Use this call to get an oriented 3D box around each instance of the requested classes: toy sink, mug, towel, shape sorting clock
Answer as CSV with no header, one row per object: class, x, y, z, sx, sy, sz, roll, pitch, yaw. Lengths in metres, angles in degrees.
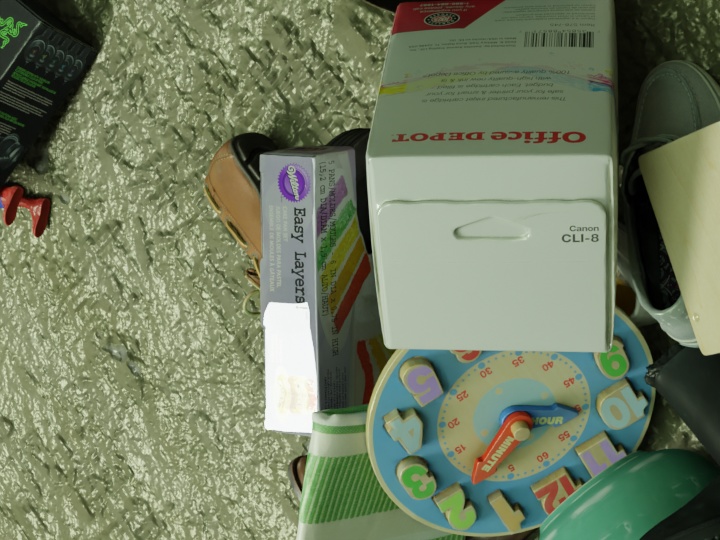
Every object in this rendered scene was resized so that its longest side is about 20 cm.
toy sink,0.289,-0.042,1.156,0.112,0.200,0.131,-24,84,65
mug,0.175,0.199,1.258,0.185,0.152,0.115,-42,73,18
towel,0.014,0.180,1.314,0.023,0.152,0.201,31,119,47
shape sorting clock,0.102,0.096,1.266,0.200,0.200,0.039,-63,29,24

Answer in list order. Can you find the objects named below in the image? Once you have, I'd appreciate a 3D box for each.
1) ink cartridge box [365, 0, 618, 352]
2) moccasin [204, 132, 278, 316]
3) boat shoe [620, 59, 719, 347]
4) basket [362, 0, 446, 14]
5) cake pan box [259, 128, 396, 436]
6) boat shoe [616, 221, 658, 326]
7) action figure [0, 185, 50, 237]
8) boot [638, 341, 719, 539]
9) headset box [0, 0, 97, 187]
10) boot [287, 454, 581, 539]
ink cartridge box,0.088,-0.062,1.192,0.145,0.200,0.145,0,124,9
moccasin,-0.055,-0.007,1.439,0.201,0.074,0.078,51,131,14
boat shoe,0.201,-0.053,1.216,0.070,0.071,0.201,-18,61,32
basket,0.069,-0.279,1.244,0.136,0.180,0.201,-29,53,58
cake pan box,0.000,0.000,1.334,0.052,0.184,0.201,4,99,30
boat shoe,0.124,-0.024,1.312,0.200,0.070,0.071,38,117,24
action figure,-0.362,-0.065,1.647,0.200,0.065,0.052,16,89,31
boot,0.227,0.111,1.179,0.073,0.198,0.163,80,167,-47
headset box,-0.340,-0.168,1.567,0.174,0.093,0.200,40,97,24
boot,0.061,0.137,1.385,0.186,0.064,0.200,38,121,9
